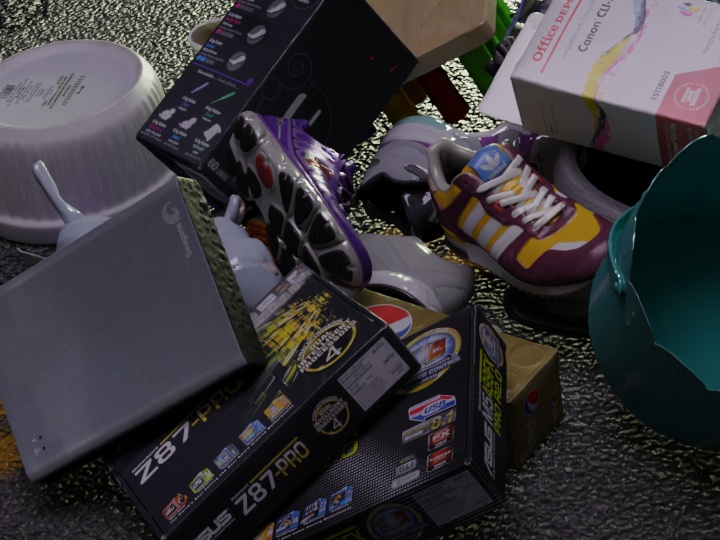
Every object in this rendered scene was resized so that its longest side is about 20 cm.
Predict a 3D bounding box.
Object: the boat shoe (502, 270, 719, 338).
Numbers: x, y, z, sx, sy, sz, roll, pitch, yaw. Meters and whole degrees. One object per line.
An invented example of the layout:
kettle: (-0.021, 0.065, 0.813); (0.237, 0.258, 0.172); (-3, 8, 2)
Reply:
boat shoe: (0.200, 0.025, 1.362); (0.199, 0.076, 0.060); (2, 34, 37)

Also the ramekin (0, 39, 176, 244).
ramekin: (-0.259, -0.121, 1.644); (0.199, 0.105, 0.200); (-6, 35, 4)

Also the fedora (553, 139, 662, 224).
fedora: (0.244, -0.048, 1.433); (0.199, 0.091, 0.177); (18, 43, 27)

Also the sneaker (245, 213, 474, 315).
sneaker: (0.000, 0.000, 1.451); (0.200, 0.076, 0.092); (26, 39, 29)

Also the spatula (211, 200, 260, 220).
spatula: (-0.162, -0.036, 1.512); (0.199, 0.021, 0.057); (-8, 23, 28)

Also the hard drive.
hard drive: (-0.169, 0.043, 1.278); (0.200, 0.140, 0.033); (-29, -17, 25)

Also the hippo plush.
hippo plush: (-0.148, 0.025, 1.412); (0.160, 0.160, 0.200); (-2, 25, -37)

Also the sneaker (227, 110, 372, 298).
sneaker: (-0.032, -0.059, 1.402); (0.083, 0.081, 0.200); (-7, 44, -24)

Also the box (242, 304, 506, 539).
box: (0.001, 0.124, 1.216); (0.200, 0.044, 0.160); (-27, 30, 22)

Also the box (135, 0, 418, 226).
box: (-0.068, -0.143, 1.544); (0.106, 0.122, 0.200); (26, 78, 47)

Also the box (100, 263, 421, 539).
box: (-0.070, 0.096, 1.246); (0.200, 0.049, 0.161); (-44, 24, -5)

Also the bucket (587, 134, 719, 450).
bucket: (0.253, 0.017, 1.229); (0.206, 0.135, 0.208); (4, 71, -11)

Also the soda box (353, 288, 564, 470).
soda box: (0.045, 0.072, 1.333); (0.200, 0.064, 0.068); (18, 43, 33)

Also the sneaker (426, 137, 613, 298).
sneaker: (0.114, -0.044, 1.367); (0.075, 0.090, 0.200); (-36, 30, -24)

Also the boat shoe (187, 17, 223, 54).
boat shoe: (-0.092, -0.213, 1.708); (0.200, 0.070, 0.071); (4, 52, 54)

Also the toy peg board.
toy peg board: (0.053, -0.191, 1.685); (0.199, 0.098, 0.200); (-25, 29, 21)

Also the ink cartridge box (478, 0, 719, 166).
ink cartridge box: (0.194, -0.156, 1.421); (0.199, 0.068, 0.117); (17, 62, 26)

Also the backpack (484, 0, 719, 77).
backpack: (0.219, -0.191, 1.587); (0.182, 0.147, 0.200); (6, 49, 17)

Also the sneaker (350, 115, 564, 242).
sneaker: (0.085, -0.062, 1.513); (0.199, 0.078, 0.140); (2, 37, 32)
